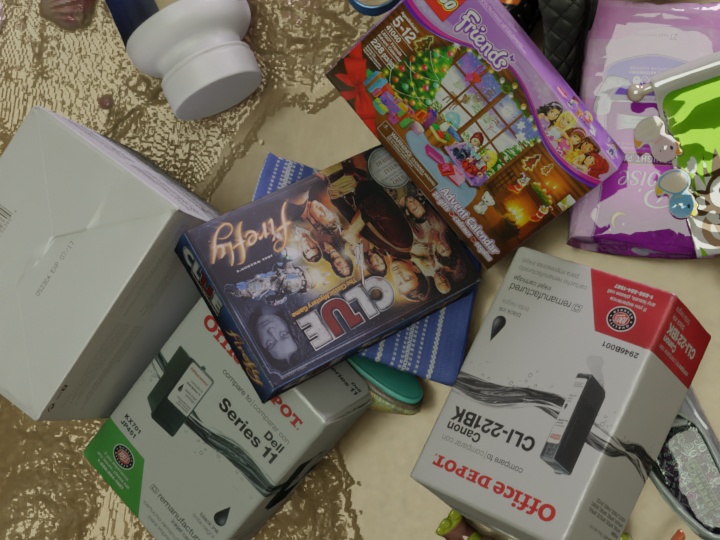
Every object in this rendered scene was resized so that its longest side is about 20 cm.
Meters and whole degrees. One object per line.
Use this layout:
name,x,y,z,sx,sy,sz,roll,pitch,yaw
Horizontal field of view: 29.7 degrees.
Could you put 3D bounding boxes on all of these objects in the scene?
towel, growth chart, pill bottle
towel,0.000,0.000,1.072,0.198,0.024,0.146,19,61,-11
growth chart,0.291,-0.071,0.999,0.144,0.018,0.202,-27,91,15
pill bottle,-0.159,-0.234,1.143,0.110,0.111,0.202,-27,81,9

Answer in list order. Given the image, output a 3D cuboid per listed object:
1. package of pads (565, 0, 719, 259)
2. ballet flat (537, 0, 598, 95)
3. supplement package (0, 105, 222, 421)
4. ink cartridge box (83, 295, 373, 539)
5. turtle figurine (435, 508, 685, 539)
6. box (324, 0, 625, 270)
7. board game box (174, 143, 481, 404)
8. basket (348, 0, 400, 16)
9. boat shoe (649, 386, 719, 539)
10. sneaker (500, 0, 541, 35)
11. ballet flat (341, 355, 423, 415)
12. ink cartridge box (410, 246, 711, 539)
package of pads,0.229,-0.112,1.069,0.119,0.076,0.203,4,87,15
ballet flat,0.142,-0.153,1.060,0.056,0.067,0.202,6,125,-1
supplement package,-0.218,0.001,1.093,0.146,0.200,0.192,36,93,13
ink cartridge box,-0.108,0.123,1.089,0.147,0.083,0.200,45,116,13
turtle figurine,0.147,0.230,1.066,0.161,0.064,0.200,47,106,20
box,0.085,-0.118,1.033,0.137,0.039,0.200,-39,94,30
board game box,-0.022,-0.004,1.032,0.199,0.035,0.136,-27,78,-28
basket,0.041,-0.321,1.092,0.199,0.139,0.177,-32,81,-2
boat shoe,0.236,0.119,1.050,0.070,0.071,0.202,-33,78,8
sneaker,0.114,-0.184,1.087,0.200,0.070,0.090,-42,51,12
ballet flat,-0.034,0.062,1.123,0.200,0.071,0.071,42,95,11
ink cartridge box,0.148,0.103,1.012,0.143,0.084,0.202,19,78,40
